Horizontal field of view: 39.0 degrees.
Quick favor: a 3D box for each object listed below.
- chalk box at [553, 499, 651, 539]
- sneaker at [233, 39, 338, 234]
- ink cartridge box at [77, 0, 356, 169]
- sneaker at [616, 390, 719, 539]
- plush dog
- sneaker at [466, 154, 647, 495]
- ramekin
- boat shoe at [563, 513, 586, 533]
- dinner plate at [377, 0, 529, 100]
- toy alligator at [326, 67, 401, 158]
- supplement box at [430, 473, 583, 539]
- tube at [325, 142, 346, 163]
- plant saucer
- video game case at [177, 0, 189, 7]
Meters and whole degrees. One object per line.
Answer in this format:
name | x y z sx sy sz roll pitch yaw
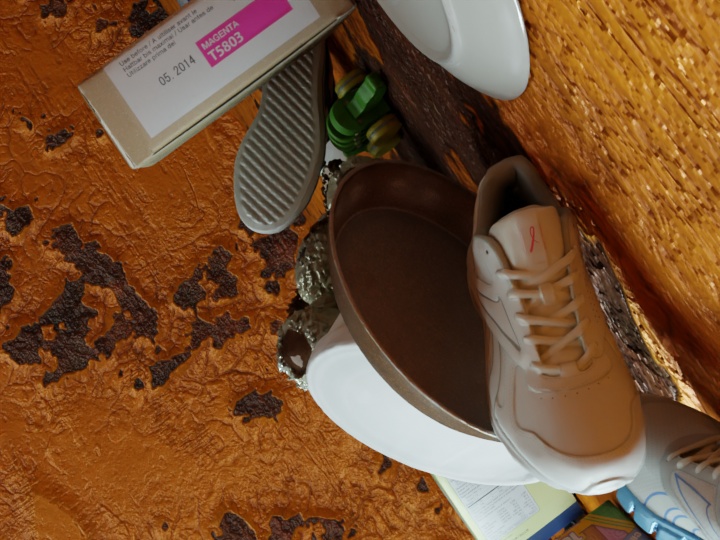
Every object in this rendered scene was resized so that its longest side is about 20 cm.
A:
chalk box | 0.257 0.334 0.948 0.125 0.123 0.200 58 175 -20
sneaker | -0.059 -0.124 0.903 0.079 0.077 0.203 56 -137 -74
ink cartridge box | -0.110 -0.165 0.783 0.076 0.199 0.165 54 176 -9
sneaker | 0.184 0.106 0.473 0.200 0.074 0.088 -130 24 -52
plush dog | 0.000 0.000 0.904 0.159 0.203 0.171 15 -170 -32
sneaker | 0.091 0.019 0.529 0.100 0.077 0.202 73 -179 -46
ramekin | 0.067 0.072 0.754 0.199 0.095 0.203 17 149 10
boat shoe | 0.277 0.354 1.245 0.074 0.068 0.199 56 176 -9
dinner plate | 0.017 -0.166 0.508 0.202 0.024 0.200 57 177 4
toy alligator | -0.003 -0.121 0.883 0.060 0.054 0.200 55 176 7
supplement box | 0.158 0.246 1.334 0.201 0.133 0.200 56 176 -9
tube | -0.041 -0.143 1.290 0.200 0.051 0.059 -152 69 -89
plant saucer | 0.055 0.021 0.615 0.198 0.035 0.202 27 -141 -23
video game case | -0.244 -0.403 1.624 0.201 0.045 0.182 55 175 16
